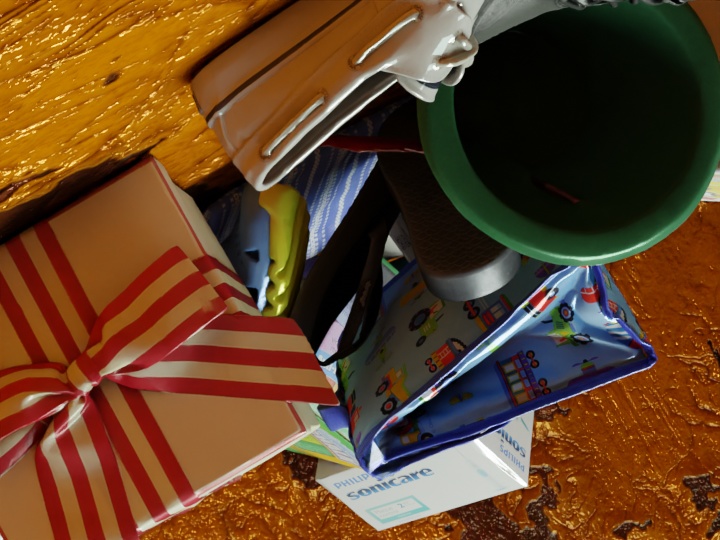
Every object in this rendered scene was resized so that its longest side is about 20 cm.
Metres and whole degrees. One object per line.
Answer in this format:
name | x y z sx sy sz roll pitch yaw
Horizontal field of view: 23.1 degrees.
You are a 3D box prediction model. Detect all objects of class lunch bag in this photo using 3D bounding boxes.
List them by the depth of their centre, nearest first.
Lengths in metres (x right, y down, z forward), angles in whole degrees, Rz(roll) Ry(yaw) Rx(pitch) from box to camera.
lunch bag | 0.059 0.040 1.079 0.199 0.094 0.151 -31 -155 7

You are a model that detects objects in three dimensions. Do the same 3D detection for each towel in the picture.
towel | -0.028 -0.043 1.167 0.199 0.024 0.145 -30 160 -27

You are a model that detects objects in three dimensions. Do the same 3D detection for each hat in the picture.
hat | 0.082 -0.095 0.998 0.167 0.199 0.176 -67 -166 -3

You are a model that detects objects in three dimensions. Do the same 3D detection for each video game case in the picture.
video game case | 0.208 -0.058 1.044 0.199 0.023 0.182 6 179 27

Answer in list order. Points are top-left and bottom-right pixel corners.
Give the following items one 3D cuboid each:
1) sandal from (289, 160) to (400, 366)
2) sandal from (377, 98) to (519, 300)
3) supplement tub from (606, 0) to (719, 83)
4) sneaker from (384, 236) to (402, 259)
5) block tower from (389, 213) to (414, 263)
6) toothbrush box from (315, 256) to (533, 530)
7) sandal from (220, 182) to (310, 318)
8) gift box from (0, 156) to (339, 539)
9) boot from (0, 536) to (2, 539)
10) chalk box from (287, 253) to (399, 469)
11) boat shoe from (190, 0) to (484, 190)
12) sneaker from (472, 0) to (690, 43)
sandal | 0.000 -0.001 1.093 0.076 0.043 0.201 99 17 -59
sandal | 0.053 -0.045 1.058 0.076 0.043 0.201 -15 -142 10
supplement tub | 0.203 -0.141 1.075 0.140 0.141 0.200 -31 175 6
sneaker | 0.001 -0.032 1.366 0.080 0.077 0.200 -29 173 2
block tower | 0.109 -0.071 1.216 0.200 0.058 0.054 -37 152 1
toothbrush box | 0.057 0.082 1.360 0.146 0.085 0.201 -23 -140 33
sandal | -0.082 0.022 1.095 0.080 0.086 0.201 -72 178 -48
gift box | -0.117 0.064 0.939 0.184 0.201 0.187 -35 174 0
boot | -0.208 0.089 1.063 0.200 0.073 0.096 -52 142 -20
chalk box | -0.018 0.063 1.276 0.199 0.124 0.124 7 -119 52
boat shoe | 0.019 -0.105 0.767 0.199 0.066 0.072 -31 175 11
sneaker | 0.125 -0.155 0.834 0.199 0.080 0.075 -31 175 27
